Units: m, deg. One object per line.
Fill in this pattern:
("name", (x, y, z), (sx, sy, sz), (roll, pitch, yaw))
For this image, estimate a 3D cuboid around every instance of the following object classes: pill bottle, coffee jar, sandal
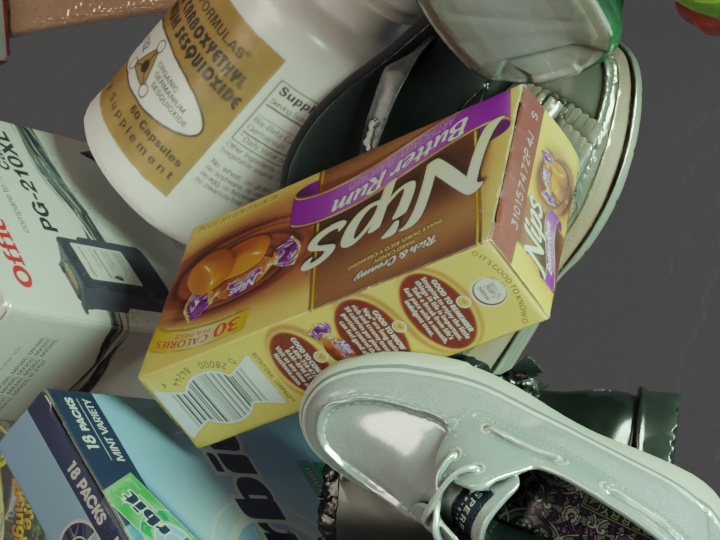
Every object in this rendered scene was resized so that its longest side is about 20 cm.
("pill bottle", (-0.043, -0.114, 1.256), (0.200, 0.114, 0.114), (-46, 58, 22))
("coffee jar", (0.082, -0.194, 1.140), (0.085, 0.104, 0.201), (-12, 52, 28))
("sandal", (0.030, -0.081, 1.198), (0.200, 0.076, 0.043), (-51, 24, 9))

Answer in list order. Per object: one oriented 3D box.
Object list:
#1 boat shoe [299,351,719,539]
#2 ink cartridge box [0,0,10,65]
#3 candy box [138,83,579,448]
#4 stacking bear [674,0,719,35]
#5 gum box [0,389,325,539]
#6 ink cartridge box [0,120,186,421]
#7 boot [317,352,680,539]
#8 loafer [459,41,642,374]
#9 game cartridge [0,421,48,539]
("boat shoe", (0.062, 0.094, 1.049), (0.200, 0.072, 0.070), (20, 111, 10))
("ink cartridge box", (-0.321, -0.177, 1.500), (0.200, 0.083, 0.147), (-17, 73, 34))
("candy box", (0.000, 0.000, 1.128), (0.200, 0.056, 0.117), (-23, 31, 30))
("stacking bear", (0.154, -0.164, 1.057), (0.121, 0.200, 0.114), (32, 102, 37))
("gum box", (-0.056, 0.140, 1.159), (0.045, 0.200, 0.170), (-47, 58, 23))
("ink cartridge box", (-0.166, 0.003, 1.276), (0.084, 0.200, 0.145), (-45, 59, 23))
("boot", (0.060, 0.132, 1.122), (0.162, 0.073, 0.199), (6, 78, 9))
("loafer", (0.073, -0.026, 1.183), (0.072, 0.063, 0.200), (34, 103, 38))
("game cartridge", (-0.205, 0.122, 1.376), (0.133, 0.041, 0.201), (0, 91, 34))
